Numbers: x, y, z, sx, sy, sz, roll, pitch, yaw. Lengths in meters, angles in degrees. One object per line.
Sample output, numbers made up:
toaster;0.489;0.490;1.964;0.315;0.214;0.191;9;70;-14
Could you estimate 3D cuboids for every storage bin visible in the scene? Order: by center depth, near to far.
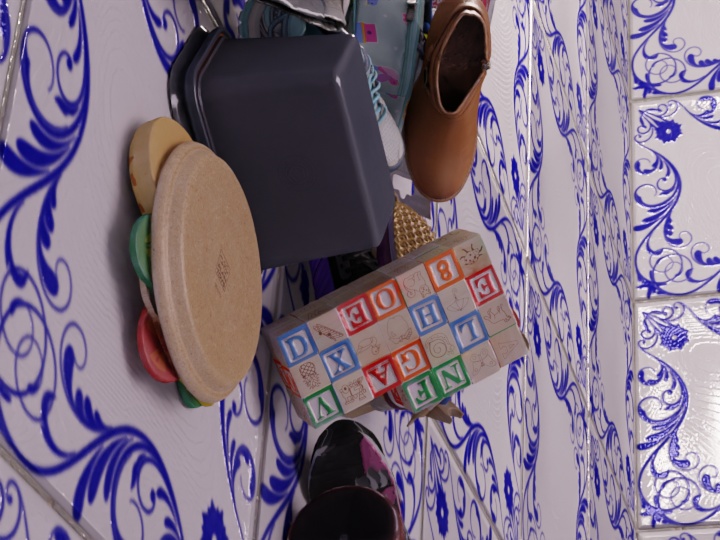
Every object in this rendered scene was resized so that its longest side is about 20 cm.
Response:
storage bin;-0.053;-0.101;1.540;0.146;0.133;0.201;-70;151;-57

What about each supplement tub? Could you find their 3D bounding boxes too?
supplement tub;0.009;0.285;1.677;0.201;0.106;0.108;68;22;-46

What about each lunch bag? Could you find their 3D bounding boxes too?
lunch bag;0.010;-0.180;1.766;0.161;0.076;0.201;-80;-175;-45

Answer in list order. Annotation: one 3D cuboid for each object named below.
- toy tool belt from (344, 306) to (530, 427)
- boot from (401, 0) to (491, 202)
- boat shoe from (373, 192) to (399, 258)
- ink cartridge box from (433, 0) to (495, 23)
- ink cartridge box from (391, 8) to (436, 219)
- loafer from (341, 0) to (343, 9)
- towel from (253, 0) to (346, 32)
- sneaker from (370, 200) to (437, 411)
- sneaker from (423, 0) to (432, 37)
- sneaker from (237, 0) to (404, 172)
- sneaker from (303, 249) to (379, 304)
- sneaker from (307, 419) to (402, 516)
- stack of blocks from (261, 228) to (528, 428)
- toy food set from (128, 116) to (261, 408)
toy tool belt;0.066;0.090;1.881;0.125;0.123;0.199;50;30;18
boot;0.079;-0.150;1.721;0.155;0.073;0.202;-100;-167;-77
boat shoe;0.000;0.000;1.816;0.071;0.064;0.201;65;25;-49
ink cartridge box;0.093;-0.247;2.095;0.145;0.083;0.201;-66;168;-60
ink cartridge box;0.066;-0.164;1.934;0.161;0.050;0.202;-151;-120;-68
loafer;-0.055;-0.247;1.705;0.068;0.075;0.201;35;52;-33
towel;-0.082;-0.301;1.517;0.192;0.034;0.202;15;60;-45
sneaker;0.027;0.031;1.753;0.075;0.090;0.201;28;44;-40
sneaker;0.029;-0.235;1.875;0.079;0.066;0.200;60;-24;19
sneaker;-0.020;-0.152;1.612;0.200;0.086;0.078;47;63;-30
sneaker;-0.006;0.005;1.697;0.069;0.099;0.202;5;76;-31
sneaker;-0.005;0.194;1.748;0.201;0.080;0.087;78;3;-48
stack of blocks;0.029;0.060;1.624;0.116;0.199;0.059;67;-14;-12
toy food set;-0.123;0.002;1.409;0.200;0.048;0.199;60;29;-57
